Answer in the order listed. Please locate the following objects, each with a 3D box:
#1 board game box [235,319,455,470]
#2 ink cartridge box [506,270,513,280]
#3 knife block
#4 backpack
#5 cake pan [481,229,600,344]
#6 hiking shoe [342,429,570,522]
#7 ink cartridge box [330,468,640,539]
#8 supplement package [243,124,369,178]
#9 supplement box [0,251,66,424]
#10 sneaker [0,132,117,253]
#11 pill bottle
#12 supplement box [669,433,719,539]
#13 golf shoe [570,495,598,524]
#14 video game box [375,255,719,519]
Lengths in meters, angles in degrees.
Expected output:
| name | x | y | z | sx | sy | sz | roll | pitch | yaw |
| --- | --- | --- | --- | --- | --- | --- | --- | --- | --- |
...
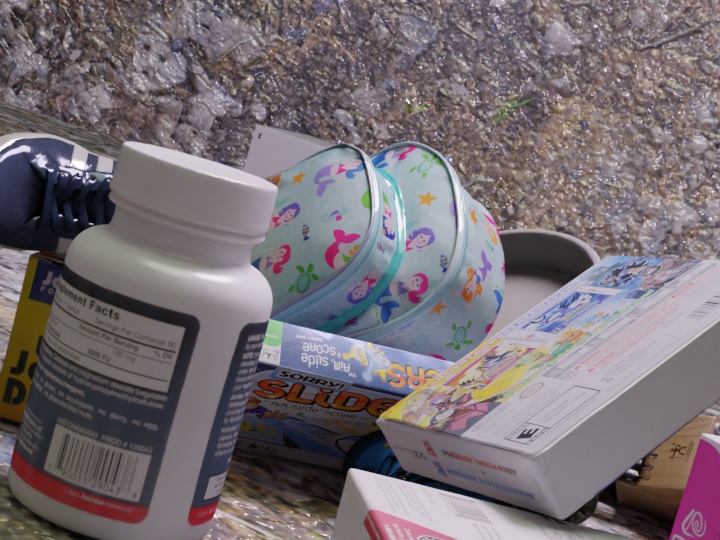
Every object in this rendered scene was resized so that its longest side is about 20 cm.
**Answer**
| name | x | y | z | sx | sy | sz | roll | pitch | yaw |
| --- | --- | --- | --- | --- | --- | --- | --- | --- | --- |
| board game box | 0.002 | 0.096 | 1.058 | 0.198 | 0.035 | 0.136 | 14 | -32 | -16 |
| ink cartridge box | 0.190 | 0.096 | 1.344 | 0.198 | 0.084 | 0.146 | 19 | -36 | 16 |
| knife block | 0.246 | 0.165 | 1.254 | 0.199 | 0.064 | 0.175 | 34 | -19 | -25 |
| backpack | 0.000 | 0.000 | 1.127 | 0.198 | 0.179 | 0.151 | -20 | -43 | 18 |
| cake pan | 0.100 | 0.034 | 1.244 | 0.198 | 0.037 | 0.201 | -15 | 28 | 8 |
| hiking shoe | 0.040 | 0.141 | 0.959 | 0.086 | 0.075 | 0.199 | -3 | 10 | -35 |
| ink cartridge box | 0.088 | 0.175 | 0.754 | 0.198 | 0.086 | 0.146 | 14 | 7 | -11 |
| supplement package | -0.086 | -0.139 | 2.549 | 0.150 | 0.152 | 0.200 | 20 | 7 | 22 |
| supplement box | -0.165 | 0.045 | 1.069 | 0.108 | 0.111 | 0.200 | 16 | 6 | 2 |
| sneaker | -0.157 | -0.039 | 0.972 | 0.084 | 0.076 | 0.199 | 14 | 5 | 31 |
| pill bottle | -0.114 | 0.038 | 0.859 | 0.118 | 0.202 | 0.120 | 17 | 7 | -2 |
| supplement box | 0.338 | 0.195 | 1.134 | 0.198 | 0.102 | 0.103 | 14 | 7 | -28 |
| golf shoe | 0.128 | 0.140 | 1.182 | 0.087 | 0.078 | 0.200 | 19 | 5 | -33 |
| video game box | 0.131 | 0.059 | 0.898 | 0.199 | 0.047 | 0.182 | -33 | 17 | -21 |
